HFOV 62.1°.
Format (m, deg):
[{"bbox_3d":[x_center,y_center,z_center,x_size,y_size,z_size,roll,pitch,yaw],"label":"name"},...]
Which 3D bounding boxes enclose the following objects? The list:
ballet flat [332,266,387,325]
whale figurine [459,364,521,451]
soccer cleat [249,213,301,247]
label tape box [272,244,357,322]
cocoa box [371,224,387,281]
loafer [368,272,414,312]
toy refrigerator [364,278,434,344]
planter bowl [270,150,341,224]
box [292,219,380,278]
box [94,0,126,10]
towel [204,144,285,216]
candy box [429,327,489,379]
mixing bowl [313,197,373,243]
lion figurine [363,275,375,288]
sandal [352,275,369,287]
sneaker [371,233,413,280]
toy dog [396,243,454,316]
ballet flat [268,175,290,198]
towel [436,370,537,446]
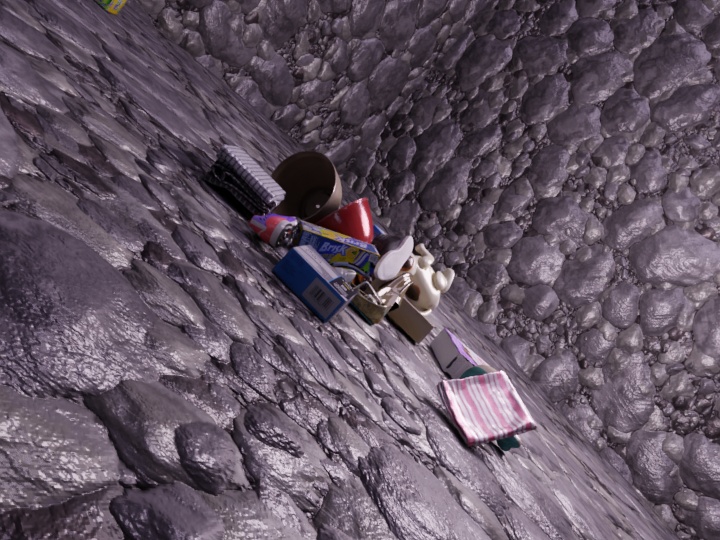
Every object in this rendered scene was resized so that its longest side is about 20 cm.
[{"bbox_3d":[-0.017,0.039,1.371,0.200,0.071,0.071,42,9,-6],"label":"ballet flat"},{"bbox_3d":[0.289,0.321,1.368,0.203,0.102,0.159,67,-22,16],"label":"whale figurine"},{"bbox_3d":[-0.175,-0.092,1.256,0.072,0.069,0.200,29,8,1],"label":"soccer cleat"},{"bbox_3d":[-0.080,0.019,1.194,0.144,0.063,0.200,44,9,3],"label":"label tape box"},{"bbox_3d":[0.085,-0.026,1.907,0.199,0.131,0.134,33,13,-47],"label":"cocoa box"},{"bbox_3d":[0.073,0.066,1.492,0.199,0.076,0.068,-30,92,-44],"label":"loafer"},{"bbox_3d":[0.100,0.103,1.594,0.200,0.070,0.076,44,2,0],"label":"toy refrigerator"},{"bbox_3d":[-0.129,-0.189,1.556,0.201,0.200,0.135,48,1,31],"label":"planter bowl"},{"bbox_3d":[-0.057,-0.049,1.401,0.197,0.065,0.070,19,18,-18],"label":"box"},{"bbox_3d":[-0.899,-1.052,2.095,0.199,0.193,0.122,41,9,-12],"label":"box"},{"bbox_3d":[-0.255,-0.192,1.345,0.165,0.086,0.200,44,7,-7],"label":"towel"},{"bbox_3d":[0.300,0.274,1.665,0.199,0.072,0.168,40,9,-17],"label":"candy box"},{"bbox_3d":[-0.042,-0.086,1.515,0.110,0.198,0.200,60,10,1],"label":"mixing bowl"},{"bbox_3d":[0.053,0.042,1.706,0.124,0.072,0.199,58,26,11],"label":"lion figurine"},{"bbox_3d":[-0.001,0.009,1.521,0.058,0.081,0.206,6,8,16],"label":"sandal"},{"bbox_3d":[0.057,-0.035,1.555,0.098,0.072,0.200,7,31,27],"label":"sneaker"},{"bbox_3d":[0.138,0.018,1.682,0.138,0.196,0.200,-10,-42,48],"label":"toy dog"},{"bbox_3d":[-0.217,-0.216,1.644,0.070,0.068,0.200,35,7,7],"label":"ballet flat"},{"bbox_3d":[0.266,0.282,1.249,0.197,0.030,0.148,-3,48,-30],"label":"towel"}]
